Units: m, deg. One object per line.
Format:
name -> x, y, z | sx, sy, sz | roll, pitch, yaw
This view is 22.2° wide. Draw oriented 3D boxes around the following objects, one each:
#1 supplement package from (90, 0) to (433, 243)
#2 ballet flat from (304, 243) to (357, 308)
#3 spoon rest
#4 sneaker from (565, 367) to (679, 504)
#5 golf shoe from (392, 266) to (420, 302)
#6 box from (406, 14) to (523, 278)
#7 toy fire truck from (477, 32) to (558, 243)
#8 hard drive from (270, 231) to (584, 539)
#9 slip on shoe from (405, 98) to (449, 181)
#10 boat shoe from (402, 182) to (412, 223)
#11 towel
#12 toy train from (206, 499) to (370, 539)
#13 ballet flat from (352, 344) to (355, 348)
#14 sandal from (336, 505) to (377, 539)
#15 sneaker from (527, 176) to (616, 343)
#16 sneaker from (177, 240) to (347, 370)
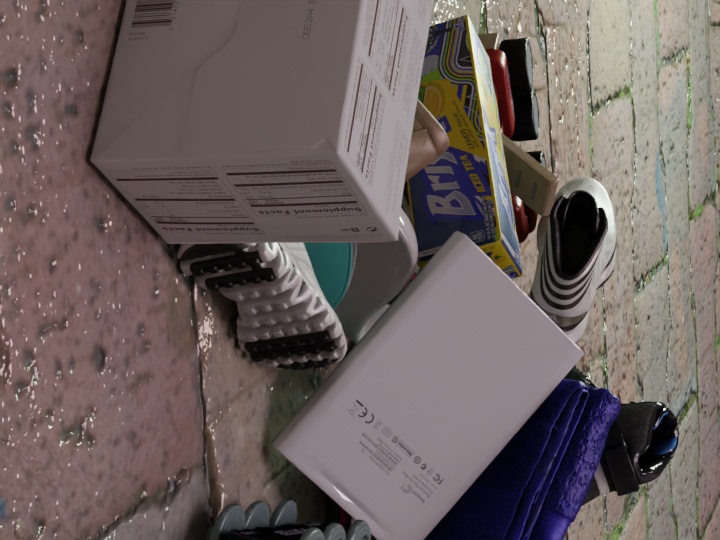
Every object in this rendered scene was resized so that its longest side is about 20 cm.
supplement package -> -0.051, -0.129, 1.085 | 0.111, 0.154, 0.202 | 53, 42, -57
ballet flat -> -0.045, -0.063, 1.251 | 0.072, 0.071, 0.202 | -69, 153, -46
spoon rest -> 0.000, 0.000, 1.354 | 0.061, 0.099, 0.201 | -55, 160, -24
sneaker -> 0.196, 0.121, 1.451 | 0.200, 0.111, 0.074 | -78, 151, -63
golf shoe -> 0.071, -0.023, 1.529 | 0.073, 0.091, 0.201 | -68, 161, -47
box -> 0.071, -0.088, 1.392 | 0.064, 0.069, 0.202 | 50, 29, -58
toy fire truck -> 0.117, -0.087, 1.575 | 0.201, 0.127, 0.177 | -75, 158, -54
hard drive -> 0.049, 0.091, 1.312 | 0.132, 0.200, 0.026 | 43, -5, -18
slip on shoe -> -0.004, -0.128, 1.229 | 0.200, 0.060, 0.076 | -121, -170, -49
boat shoe -> -0.001, -0.077, 1.374 | 0.200, 0.062, 0.072 | 58, 19, -57
towel -> 0.096, 0.163, 1.353 | 0.049, 0.147, 0.201 | 40, 70, -37
toy train -> -0.054, 0.216, 1.217 | 0.200, 0.084, 0.115 | 17, 87, -72
ballet flat -> 0.016, 0.102, 1.433 | 0.200, 0.067, 0.068 | -67, 171, -60
sandal -> 0.006, 0.184, 1.435 | 0.201, 0.045, 0.076 | -71, 167, -55
sneaker -> 0.194, -0.037, 1.578 | 0.201, 0.075, 0.116 | -70, 177, -46
sneaker -> -0.057, 0.001, 1.213 | 0.200, 0.074, 0.082 | 62, 25, -55
